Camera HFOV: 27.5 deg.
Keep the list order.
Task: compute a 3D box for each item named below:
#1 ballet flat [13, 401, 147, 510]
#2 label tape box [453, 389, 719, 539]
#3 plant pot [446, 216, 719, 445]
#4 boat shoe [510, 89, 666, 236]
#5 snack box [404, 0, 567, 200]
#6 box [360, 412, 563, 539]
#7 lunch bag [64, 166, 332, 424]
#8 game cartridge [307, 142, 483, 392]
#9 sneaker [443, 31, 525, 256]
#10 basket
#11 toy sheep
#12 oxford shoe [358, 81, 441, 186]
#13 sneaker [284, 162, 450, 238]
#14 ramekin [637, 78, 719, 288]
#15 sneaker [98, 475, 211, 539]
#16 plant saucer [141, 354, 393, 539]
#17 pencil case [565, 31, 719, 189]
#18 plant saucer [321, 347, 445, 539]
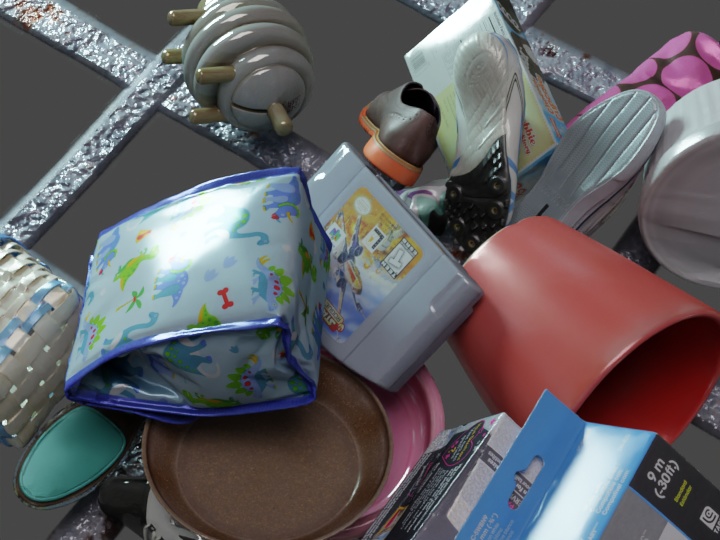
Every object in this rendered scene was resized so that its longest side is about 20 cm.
[{"bbox_3d":[-0.214,0.128,1.249,0.074,0.074,0.200,36,66,20],"label":"ballet flat"},{"bbox_3d":[0.186,0.196,1.047,0.200,0.063,0.144,41,62,-10],"label":"label tape box"},{"bbox_3d":[0.174,0.061,1.222,0.200,0.201,0.177,-32,52,-17],"label":"plant pot"},{"bbox_3d":[0.201,-0.078,1.312,0.200,0.067,0.074,-46,58,21],"label":"boat shoe"},{"bbox_3d":[0.120,-0.159,1.396,0.116,0.037,0.201,-37,55,29],"label":"snack box"},{"bbox_3d":[0.122,0.223,1.111,0.200,0.115,0.132,44,65,-8],"label":"box"},{"bbox_3d":[-0.131,0.025,1.176,0.199,0.128,0.171,-7,46,12],"label":"lunch bag"},{"bbox_3d":[0.000,0.000,1.239,0.133,0.042,0.200,-45,57,6],"label":"game cartridge"},{"bbox_3d":[0.118,-0.112,1.319,0.072,0.072,0.201,3,91,33],"label":"sneaker"},{"bbox_3d":[-0.331,0.054,1.253,0.199,0.139,0.177,27,65,28],"label":"basket"},{"bbox_3d":[-0.110,-0.196,1.407,0.137,0.138,0.201,-18,56,-10],"label":"toy sheep"},{"bbox_3d":[0.046,-0.138,1.353,0.071,0.073,0.200,31,16,-14],"label":"oxford shoe"},{"bbox_3d":[-0.016,-0.056,1.350,0.199,0.078,0.140,-34,65,-19],"label":"sneaker"},{"bbox_3d":[0.341,-0.083,1.299,0.201,0.203,0.095,1,46,2],"label":"ramekin"},{"bbox_3d":[-0.132,0.230,1.179,0.199,0.074,0.089,20,59,13],"label":"sneaker"},{"bbox_3d":[-0.074,0.147,1.177,0.199,0.037,0.201,2,47,-2],"label":"plant saucer"},{"bbox_3d":[0.274,-0.144,1.396,0.200,0.091,0.094,-39,72,-18],"label":"pencil case"},{"bbox_3d":[-0.028,0.139,1.248,0.199,0.051,0.202,0,59,0],"label":"plant saucer"}]
